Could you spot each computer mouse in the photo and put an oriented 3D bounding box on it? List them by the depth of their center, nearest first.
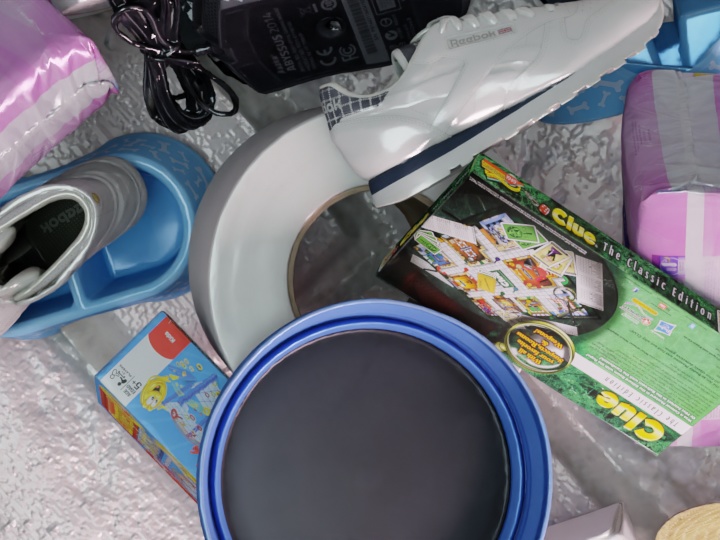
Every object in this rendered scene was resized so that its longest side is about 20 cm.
[{"bbox_3d":[-0.038,-0.155,1.091,0.199,0.053,0.139,-10,139,6],"label":"computer mouse"}]

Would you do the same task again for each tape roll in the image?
[{"bbox_3d":[0.000,0.000,1.160,0.202,0.139,0.203,-1,94,-10],"label":"tape roll"}]

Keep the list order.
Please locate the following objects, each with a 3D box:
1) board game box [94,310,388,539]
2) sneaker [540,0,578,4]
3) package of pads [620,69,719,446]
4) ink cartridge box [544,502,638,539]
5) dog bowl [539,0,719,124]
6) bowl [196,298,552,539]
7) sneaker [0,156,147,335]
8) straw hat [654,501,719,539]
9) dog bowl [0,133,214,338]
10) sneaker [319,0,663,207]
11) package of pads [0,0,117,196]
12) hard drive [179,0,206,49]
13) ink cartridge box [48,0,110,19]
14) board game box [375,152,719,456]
[{"bbox_3d":[-0.076,0.124,1.185,0.196,0.200,0.056,45,79,1],"label":"board game box"},{"bbox_3d":[0.089,-0.240,1.168,0.129,0.079,0.199,-35,101,4],"label":"sneaker"},{"bbox_3d":[0.190,-0.006,1.121,0.075,0.121,0.200,0,131,7],"label":"package of pads"},{"bbox_3d":[0.137,0.268,1.231,0.145,0.083,0.201,-20,94,11],"label":"ink cartridge box"},{"bbox_3d":[0.185,-0.138,1.156,0.199,0.112,0.050,-13,110,11],"label":"dog bowl"},{"bbox_3d":[0.007,0.116,1.070,0.200,0.039,0.201,0,88,-11],"label":"bowl"},{"bbox_3d":[-0.229,0.001,1.173,0.200,0.116,0.074,-37,93,14],"label":"sneaker"},{"bbox_3d":[0.290,0.158,1.186,0.201,0.201,0.085,18,59,7],"label":"straw hat"},{"bbox_3d":[-0.188,-0.019,1.254,0.199,0.050,0.112,-16,95,11],"label":"dog bowl"},{"bbox_3d":[0.076,-0.114,1.061,0.200,0.076,0.081,-31,88,-8],"label":"sneaker"},{"bbox_3d":[-0.251,-0.133,1.130,0.120,0.076,0.200,-42,63,-14],"label":"package of pads"},{"bbox_3d":[-0.053,-0.220,1.219,0.199,0.033,0.140,-10,96,11],"label":"hard drive"},{"bbox_3d":[-0.164,-0.216,1.152,0.067,0.200,0.117,-15,97,-20],"label":"ink cartridge box"},{"bbox_3d":[0.118,0.022,1.068,0.200,0.023,0.105,33,131,-12],"label":"board game box"}]
